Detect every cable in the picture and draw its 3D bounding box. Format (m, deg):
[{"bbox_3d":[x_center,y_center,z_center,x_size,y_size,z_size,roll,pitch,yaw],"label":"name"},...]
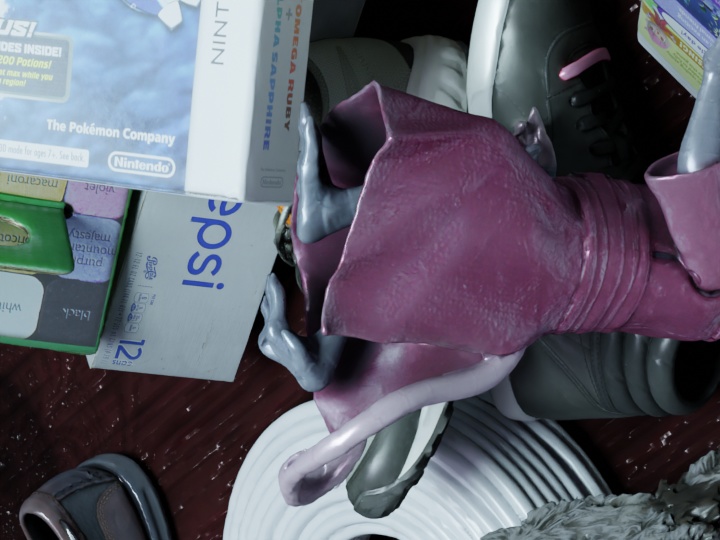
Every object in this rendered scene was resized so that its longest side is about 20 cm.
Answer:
[{"bbox_3d":[0.025,0.140,1.103,0.200,0.069,0.201,36,123,28],"label":"cable"}]

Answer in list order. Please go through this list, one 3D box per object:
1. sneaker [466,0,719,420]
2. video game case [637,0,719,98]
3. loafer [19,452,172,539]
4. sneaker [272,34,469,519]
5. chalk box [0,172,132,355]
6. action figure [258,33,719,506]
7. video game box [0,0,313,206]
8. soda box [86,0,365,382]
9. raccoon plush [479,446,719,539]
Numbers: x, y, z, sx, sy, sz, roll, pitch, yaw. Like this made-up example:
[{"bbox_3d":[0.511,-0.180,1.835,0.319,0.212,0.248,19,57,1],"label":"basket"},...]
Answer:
[{"bbox_3d":[0.098,-0.035,1.000,0.099,0.071,0.201,8,109,33],"label":"sneaker"},{"bbox_3d":[0.167,-0.061,0.859,0.200,0.022,0.182,47,163,21],"label":"video game case"},{"bbox_3d":[-0.107,0.187,1.233,0.072,0.063,0.201,-18,90,42],"label":"loafer"},{"bbox_3d":[0.000,0.000,1.027,0.074,0.079,0.201,119,154,-60],"label":"sneaker"},{"bbox_3d":[-0.163,-0.047,1.108,0.200,0.124,0.125,-133,54,-64],"label":"chalk box"},{"bbox_3d":[0.073,-0.004,0.894,0.134,0.199,0.150,129,142,-67],"label":"action figure"},{"bbox_3d":[-0.108,-0.124,0.961,0.199,0.047,0.183,7,92,26],"label":"video game box"},{"bbox_3d":[-0.062,-0.053,1.113,0.064,0.068,0.201,-116,38,-52],"label":"soda box"},{"bbox_3d":[0.123,0.151,0.979,0.199,0.097,0.135,-21,113,6],"label":"raccoon plush"}]
